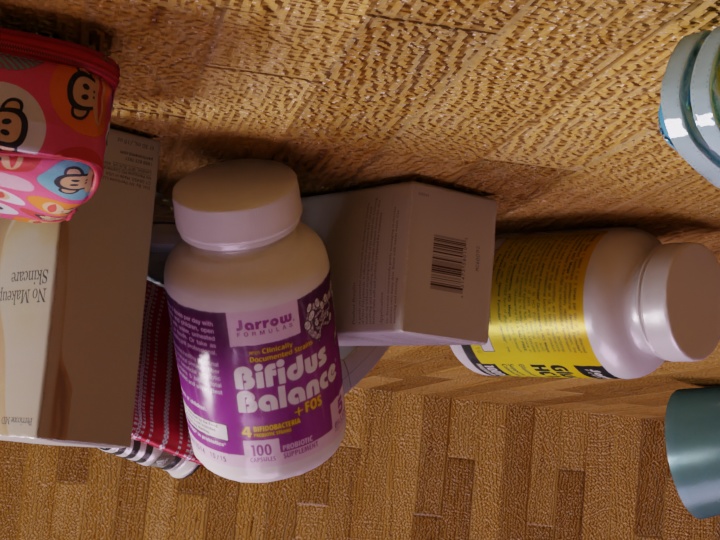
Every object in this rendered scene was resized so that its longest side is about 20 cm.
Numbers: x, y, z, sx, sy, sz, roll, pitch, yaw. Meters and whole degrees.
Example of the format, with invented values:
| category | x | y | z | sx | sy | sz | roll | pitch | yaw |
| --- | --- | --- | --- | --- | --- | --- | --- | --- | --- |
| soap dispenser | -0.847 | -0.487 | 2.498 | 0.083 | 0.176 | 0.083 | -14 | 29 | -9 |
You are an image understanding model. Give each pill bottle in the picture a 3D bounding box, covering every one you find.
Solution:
| category | x | y | z | sx | sy | sz | roll | pitch | yaw |
| --- | --- | --- | --- | --- | --- | --- | --- | --- | --- |
| pill bottle | 0.168 | 0.025 | 1.142 | 0.199 | 0.113 | 0.112 | -2 | 169 | 44 |
| pill bottle | -0.072 | 0.032 | 1.020 | 0.111 | 0.201 | 0.112 | -5 | -152 | 3 |

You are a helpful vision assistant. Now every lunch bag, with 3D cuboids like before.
| category | x | y | z | sx | sy | sz | roll | pitch | yaw |
| --- | --- | --- | --- | --- | --- | --- | --- | --- | --- |
| lunch bag | -0.226 | -0.079 | 0.796 | 0.175 | 0.083 | 0.200 | 9 | 172 | -18 |

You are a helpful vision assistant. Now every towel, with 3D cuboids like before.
| category | x | y | z | sx | sy | sz | roll | pitch | yaw |
| --- | --- | --- | --- | --- | --- | --- | --- | --- | --- |
| towel | -0.150 | 0.064 | 1.105 | 0.199 | 0.145 | 0.022 | 25 | 133 | -24 |

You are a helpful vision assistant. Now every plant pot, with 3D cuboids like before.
| category | x | y | z | sx | sy | sz | roll | pitch | yaw |
| --- | --- | --- | --- | --- | --- | --- | --- | --- | --- |
| plant pot | 0.575 | 0.265 | 2.295 | 0.160 | 0.202 | 0.200 | -15 | 162 | 31 |

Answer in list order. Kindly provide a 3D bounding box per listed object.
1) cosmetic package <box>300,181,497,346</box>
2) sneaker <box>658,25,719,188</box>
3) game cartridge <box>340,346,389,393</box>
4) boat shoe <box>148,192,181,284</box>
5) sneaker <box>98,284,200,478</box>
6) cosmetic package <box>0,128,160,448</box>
| category | x | y | z | sx | sy | sz | roll | pitch | yaw |
| --- | --- | --- | --- | --- | --- | --- | --- | --- | --- |
| cosmetic package | 0.000 | 0.000 | 1.106 | 0.084 | 0.108 | 0.199 | 9 | 173 | -37 |
| sneaker | 0.156 | -0.075 | 0.587 | 0.130 | 0.080 | 0.199 | -3 | 168 | 38 |
| game cartridge | -0.039 | 0.064 | 1.424 | 0.132 | 0.042 | 0.200 | 5 | -148 | 26 |
| boat shoe | -0.167 | -0.032 | 1.154 | 0.199 | 0.067 | 0.074 | 2 | 151 | 17 |
| sneaker | -0.182 | 0.058 | 1.143 | 0.115 | 0.201 | 0.076 | 22 | 124 | -39 |
| cosmetic package | -0.193 | 0.011 | 0.978 | 0.071 | 0.201 | 0.105 | 12 | 168 | -40 |
